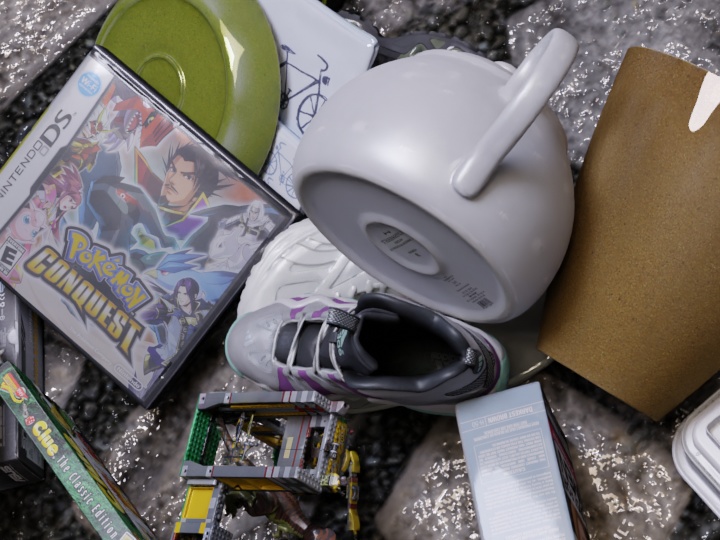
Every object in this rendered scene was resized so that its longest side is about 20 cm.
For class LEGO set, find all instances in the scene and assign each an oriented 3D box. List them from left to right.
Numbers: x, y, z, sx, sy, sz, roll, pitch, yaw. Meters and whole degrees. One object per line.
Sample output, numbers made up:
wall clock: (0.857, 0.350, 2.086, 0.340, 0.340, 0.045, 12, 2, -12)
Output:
LEGO set: (-0.042, 0.167, 1.148, 0.115, 0.154, 0.201, -4, 54, 36)

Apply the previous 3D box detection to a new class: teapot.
teapot: (0.063, -0.073, 1.130, 0.199, 0.198, 0.147, 20, 68, 36)

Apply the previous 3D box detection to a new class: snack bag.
snack bag: (-0.084, -0.128, 1.331, 0.188, 0.021, 0.201, 39, 114, 30)

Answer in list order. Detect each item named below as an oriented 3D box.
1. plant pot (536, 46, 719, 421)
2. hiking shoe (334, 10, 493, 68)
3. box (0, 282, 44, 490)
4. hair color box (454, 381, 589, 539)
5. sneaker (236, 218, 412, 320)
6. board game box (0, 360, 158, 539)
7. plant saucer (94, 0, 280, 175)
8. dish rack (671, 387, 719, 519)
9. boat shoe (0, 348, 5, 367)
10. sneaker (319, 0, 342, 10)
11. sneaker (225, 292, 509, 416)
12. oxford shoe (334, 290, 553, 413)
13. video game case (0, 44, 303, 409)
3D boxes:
plant pot: (0.203, -0.012, 1.153, 0.186, 0.186, 0.201, 32, 90, 29)
hiking shoe: (0.029, -0.125, 1.326, 0.199, 0.076, 0.101, 18, 80, 35)
box: (-0.320, 0.075, 1.350, 0.157, 0.048, 0.201, -14, 61, 13)
hair color box: (0.114, 0.184, 1.117, 0.060, 0.099, 0.201, -15, 61, 10)
sneaker: (0.000, 0.000, 1.264, 0.200, 0.078, 0.099, -43, 63, -4)
board game box: (-0.181, 0.154, 1.231, 0.023, 0.105, 0.200, -40, 60, -3)
plant saucer: (-0.144, -0.135, 1.346, 0.199, 0.031, 0.202, 2, 93, 39)
dish rack: (0.309, 0.120, 1.116, 0.171, 0.044, 0.200, -39, 58, -2)
boat shoe: (-0.285, 0.073, 1.275, 0.065, 0.072, 0.201, 9, 46, -14)
sneaker: (-0.064, -0.222, 1.396, 0.076, 0.075, 0.201, 28, 75, 26)
sneaker: (-0.011, 0.044, 1.143, 0.198, 0.140, 0.078, 2, 79, 17)
oxford shoe: (0.060, 0.049, 1.229, 0.198, 0.058, 0.076, -16, 59, 9)
video game case: (-0.172, -0.032, 1.295, 0.200, 0.025, 0.181, 40, 96, 9)
